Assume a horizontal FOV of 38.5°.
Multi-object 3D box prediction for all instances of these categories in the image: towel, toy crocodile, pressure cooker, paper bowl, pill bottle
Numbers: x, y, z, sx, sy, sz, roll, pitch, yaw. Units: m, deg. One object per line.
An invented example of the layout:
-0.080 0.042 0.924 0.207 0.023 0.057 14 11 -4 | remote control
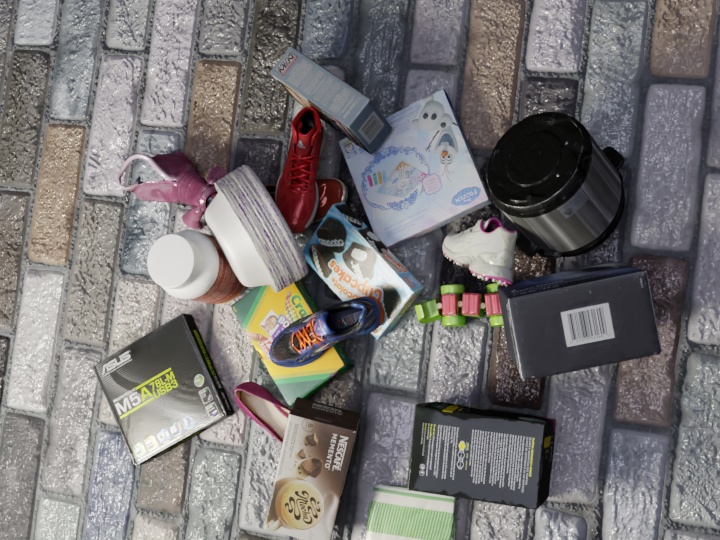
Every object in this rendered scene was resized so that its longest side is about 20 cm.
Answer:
0.078 0.450 1.653 0.150 0.023 0.204 4 87 18 | towel
0.184 0.055 1.638 0.197 0.062 0.069 -3 84 16 | toy crocodile
0.300 -0.117 1.556 0.174 0.199 0.181 -9 59 35 | pressure cooker
-0.173 -0.057 1.633 0.103 0.201 0.202 -30 76 -7 | paper bowl
-0.269 -0.006 1.709 0.110 0.200 0.114 -2 84 16 | pill bottle

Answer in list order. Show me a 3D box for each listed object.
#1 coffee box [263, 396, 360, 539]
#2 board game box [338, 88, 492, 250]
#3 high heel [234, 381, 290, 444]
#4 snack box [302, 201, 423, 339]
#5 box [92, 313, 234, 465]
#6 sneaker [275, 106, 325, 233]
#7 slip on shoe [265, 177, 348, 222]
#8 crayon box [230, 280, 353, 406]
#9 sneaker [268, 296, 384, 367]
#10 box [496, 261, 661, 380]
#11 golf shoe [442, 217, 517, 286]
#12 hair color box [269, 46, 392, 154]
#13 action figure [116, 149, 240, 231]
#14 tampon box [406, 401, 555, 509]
-0.077 0.320 1.648 0.111 0.080 0.203 15 103 2 | coffee box
0.088 -0.162 1.697 0.198 0.043 0.202 -24 77 14 | board game box
-0.125 0.256 1.694 0.067 0.096 0.200 -46 74 8 | high heel
0.000 0.000 1.690 0.200 0.037 0.117 47 124 16 | snack box
-0.342 0.207 1.791 0.198 0.047 0.195 -28 80 12 | box
-0.103 -0.170 1.670 0.077 0.116 0.203 4 75 3 | sneaker
-0.117 -0.117 1.747 0.197 0.061 0.075 -6 81 15 | slip on shoe
-0.114 0.110 1.724 0.118 0.058 0.201 -36 76 10 | crayon box
-0.061 0.091 1.640 0.198 0.078 0.076 -29 76 8 | sneaker
0.309 0.067 1.501 0.197 0.198 0.125 -11 93 4 | box
0.188 -0.040 1.590 0.074 0.200 0.093 11 100 -23 | golf shoe
-0.049 -0.280 1.694 0.199 0.099 0.061 39 89 32 | hair color box
-0.290 -0.148 1.765 0.198 0.149 0.136 24 86 31 | action figure
0.187 0.276 1.569 0.197 0.150 0.129 6 87 17 | tampon box
